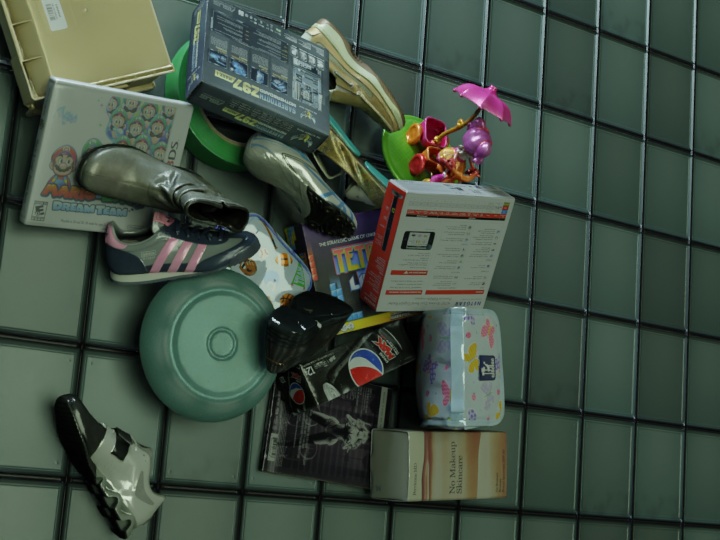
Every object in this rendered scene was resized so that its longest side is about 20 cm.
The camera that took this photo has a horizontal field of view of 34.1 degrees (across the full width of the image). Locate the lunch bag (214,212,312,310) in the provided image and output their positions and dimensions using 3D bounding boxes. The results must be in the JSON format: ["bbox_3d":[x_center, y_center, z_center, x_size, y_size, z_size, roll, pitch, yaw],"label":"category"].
[{"bbox_3d":[-0.168,0.025,1.586,0.160,0.075,0.200,46,63,-17],"label":"lunch bag"}]

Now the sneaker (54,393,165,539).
[{"bbox_3d":[-0.312,0.228,1.470,0.088,0.074,0.201,-35,113,-31],"label":"sneaker"}]

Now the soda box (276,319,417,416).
[{"bbox_3d":[-0.017,0.136,1.655,0.199,0.071,0.064,-22,85,-39],"label":"soda box"}]

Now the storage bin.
[{"bbox_3d":[-0.363,-0.318,1.491,0.197,0.093,0.202,-20,95,-33],"label":"storage bin"}]

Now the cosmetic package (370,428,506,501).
[{"bbox_3d":[0.117,0.283,1.718,0.199,0.087,0.105,5,83,-38],"label":"cosmetic package"}]

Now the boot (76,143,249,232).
[{"bbox_3d":[-0.240,-0.100,1.456,0.199,0.130,0.068,9,104,-42],"label":"boot"}]

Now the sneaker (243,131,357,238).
[{"bbox_3d":[-0.075,-0.120,1.611,0.200,0.072,0.073,41,49,-22],"label":"sneaker"}]

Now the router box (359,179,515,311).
[{"bbox_3d":[0.110,-0.033,1.675,0.198,0.049,0.181,1,113,-35],"label":"router box"}]

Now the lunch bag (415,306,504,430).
[{"bbox_3d":[0.142,0.144,1.687,0.126,0.200,0.172,-1,81,3],"label":"lunch bag"}]

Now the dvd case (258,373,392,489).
[{"bbox_3d":[-0.046,0.225,1.674,0.198,0.016,0.150,15,75,-30],"label":"dvd case"}]

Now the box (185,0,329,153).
[{"bbox_3d":[-0.134,-0.263,1.572,0.199,0.051,0.159,19,51,-29],"label":"box"}]

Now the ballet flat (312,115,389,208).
[{"bbox_3d":[-0.013,-0.144,1.703,0.200,0.071,0.071,47,62,-6],"label":"ballet flat"}]

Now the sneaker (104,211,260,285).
[{"bbox_3d":[-0.229,-0.037,1.495,0.198,0.070,0.083,-11,113,-4],"label":"sneaker"}]

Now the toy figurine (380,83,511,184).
[{"bbox_3d":[0.142,-0.185,1.716,0.149,0.184,0.202,17,56,-30],"label":"toy figurine"}]

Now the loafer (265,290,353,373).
[{"bbox_3d":[-0.073,0.079,1.558,0.200,0.072,0.073,-19,133,-61],"label":"loafer"}]

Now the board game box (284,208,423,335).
[{"bbox_3d":[0.000,0.000,1.709,0.198,0.057,0.167,-13,92,-34],"label":"board game box"}]

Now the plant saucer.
[{"bbox_3d":[-0.184,0.095,1.508,0.198,0.036,0.202,2,86,-29],"label":"plant saucer"}]

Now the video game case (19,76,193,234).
[{"bbox_3d":[-0.317,-0.137,1.479,0.199,0.024,0.184,5,107,-41],"label":"video game case"}]

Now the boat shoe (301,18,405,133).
[{"bbox_3d":[-0.020,-0.270,1.719,0.076,0.072,0.200,-41,85,-12],"label":"boat shoe"}]

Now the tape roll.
[{"bbox_3d":[-0.172,-0.240,1.631,0.199,0.048,0.203,4,82,-33],"label":"tape roll"}]
